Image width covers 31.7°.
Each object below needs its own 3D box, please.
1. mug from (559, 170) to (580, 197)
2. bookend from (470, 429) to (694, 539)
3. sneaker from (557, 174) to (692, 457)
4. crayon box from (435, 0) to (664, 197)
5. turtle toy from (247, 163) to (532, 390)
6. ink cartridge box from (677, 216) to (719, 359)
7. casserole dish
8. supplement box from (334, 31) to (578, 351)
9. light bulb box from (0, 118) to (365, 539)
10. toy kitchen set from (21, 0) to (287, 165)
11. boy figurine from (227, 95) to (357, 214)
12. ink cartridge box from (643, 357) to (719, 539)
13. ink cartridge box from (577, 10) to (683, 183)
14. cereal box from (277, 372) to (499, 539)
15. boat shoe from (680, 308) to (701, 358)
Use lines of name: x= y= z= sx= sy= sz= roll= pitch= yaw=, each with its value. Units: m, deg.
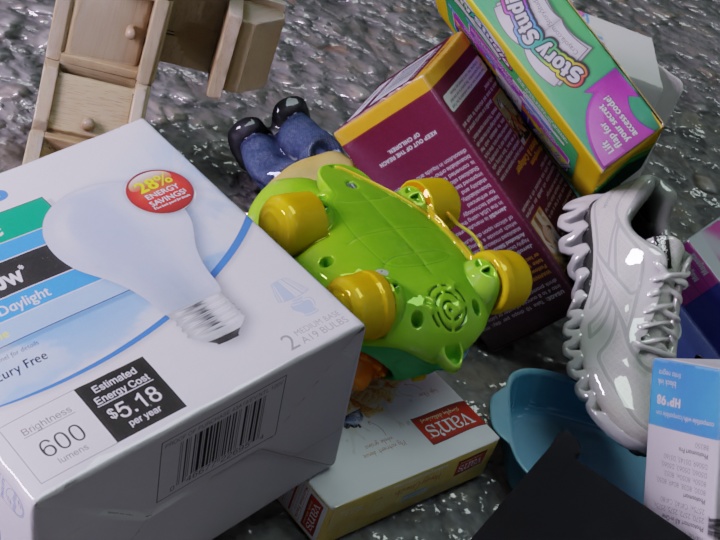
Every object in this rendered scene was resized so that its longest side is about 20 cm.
mug: x=0.143 y=-0.119 z=1.065 sx=0.185 sy=0.152 sz=0.114 roll=19 pitch=32 yaw=-3
bookend: x=0.130 y=0.210 z=0.643 sx=0.199 sy=0.092 sz=0.200 roll=33 pitch=33 yaw=15
sneaker: x=0.181 y=0.024 z=0.839 sx=0.075 sy=0.081 sz=0.200 roll=22 pitch=53 yaw=-34
crayon box: x=0.129 y=-0.151 z=0.907 sx=0.200 sy=0.058 sz=0.173 roll=54 pitch=2 yaw=8
turtle toy: x=0.000 y=0.000 z=0.786 sx=0.146 sy=0.101 sz=0.200 roll=-8 pitch=44 yaw=-37
ink cartridge box: x=0.314 y=0.047 z=0.938 sx=0.200 sy=0.043 sz=0.196 roll=-29 pitch=79 yaw=-40
casserole dish: x=0.172 y=0.130 z=0.831 sx=0.200 sy=0.039 sz=0.121 roll=17 pitch=33 yaw=-9
supplement box: x=0.085 y=-0.058 z=0.925 sx=0.200 sy=0.086 sz=0.110 roll=54 pitch=32 yaw=-11
light bulb box: x=-0.140 y=0.046 z=0.666 sx=0.198 sy=0.125 sz=0.200 roll=-27 pitch=56 yaw=-35
toy kitchen set: x=-0.138 y=-0.128 z=0.876 sx=0.163 sy=0.200 sz=0.181 roll=11 pitch=34 yaw=-14
boy figurine: x=-0.023 y=-0.050 z=0.943 sx=0.124 sy=0.064 sz=0.200 roll=-29 pitch=53 yaw=-11
ink cartridge box: x=0.228 y=0.154 z=0.741 sx=0.116 sy=0.200 sz=0.067 roll=3 pitch=1 yaw=-26
ink cartridge box: x=0.182 y=-0.163 z=1.175 sx=0.200 sy=0.129 sz=0.125 roll=20 pitch=32 yaw=-5
cereal box: x=-0.028 y=0.071 z=0.800 sx=0.144 sy=0.040 sz=0.200 roll=-16 pitch=48 yaw=-41
boat shoe: x=0.271 y=0.046 z=0.976 sx=0.091 sy=0.071 sz=0.200 roll=40 pitch=37 yaw=27
